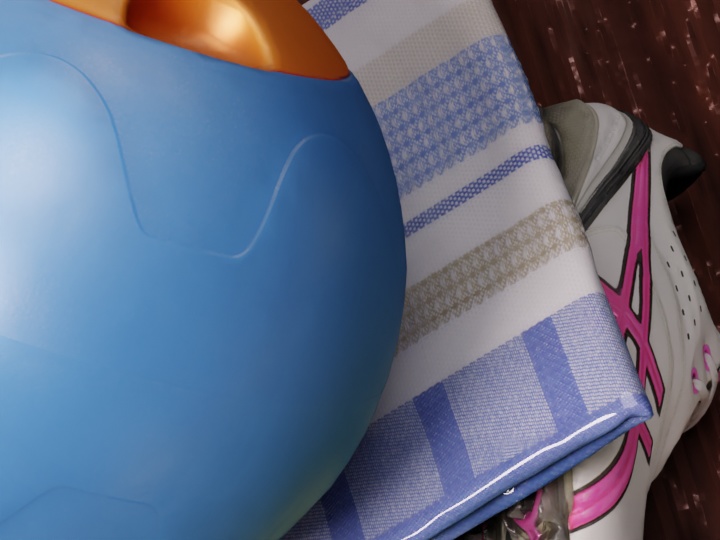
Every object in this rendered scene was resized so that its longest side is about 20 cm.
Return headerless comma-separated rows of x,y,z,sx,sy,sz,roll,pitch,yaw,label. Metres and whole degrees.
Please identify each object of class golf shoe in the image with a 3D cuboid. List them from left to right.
0.076,0.036,0.894,0.092,0.073,0.201,7,64,-15,golf shoe

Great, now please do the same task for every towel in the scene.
0.000,0.000,0.888,0.147,0.024,0.201,-33,52,18,towel

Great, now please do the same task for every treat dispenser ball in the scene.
-0.087,-0.003,0.802,0.200,0.201,0.202,-3,58,5,treat dispenser ball
